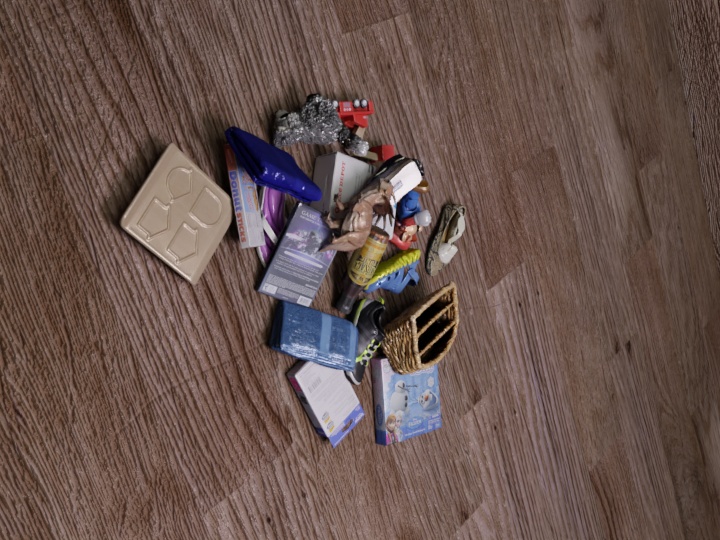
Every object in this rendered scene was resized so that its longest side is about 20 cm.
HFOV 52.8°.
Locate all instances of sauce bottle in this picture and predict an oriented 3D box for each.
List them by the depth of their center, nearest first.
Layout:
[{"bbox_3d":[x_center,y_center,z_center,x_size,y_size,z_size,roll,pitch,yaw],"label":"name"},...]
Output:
[{"bbox_3d":[0.000,0.000,1.608,0.065,0.066,0.204,8,112,-41],"label":"sauce bottle"}]

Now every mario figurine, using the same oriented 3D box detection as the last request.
[{"bbox_3d":[0.126,-0.137,1.711,0.124,0.104,0.203,-55,164,-48],"label":"mario figurine"}]

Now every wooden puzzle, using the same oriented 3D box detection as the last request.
[{"bbox_3d":[-0.340,-0.104,1.364,0.200,0.046,0.188,46,60,-37],"label":"wooden puzzle"}]

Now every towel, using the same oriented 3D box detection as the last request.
[{"bbox_3d":[-0.174,-0.203,1.439,0.050,0.148,0.199,-48,151,13],"label":"towel"},{"bbox_3d":[-0.093,0.140,1.545,0.196,0.048,0.115,19,64,-27],"label":"towel"}]

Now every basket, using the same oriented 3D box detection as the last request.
[{"bbox_3d":[0.161,0.146,1.709,0.199,0.148,0.145,-33,91,-45],"label":"basket"}]

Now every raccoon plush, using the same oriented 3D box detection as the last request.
[{"bbox_3d":[-0.092,-0.281,1.514,0.135,0.197,0.098,-49,160,-28],"label":"raccoon plush"}]

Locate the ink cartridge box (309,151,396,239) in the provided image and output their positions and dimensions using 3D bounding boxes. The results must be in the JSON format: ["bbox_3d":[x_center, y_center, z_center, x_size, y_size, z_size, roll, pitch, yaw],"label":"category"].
[{"bbox_3d":[-0.013,-0.163,1.633,0.197,0.085,0.151,15,80,-39],"label":"ink cartridge box"}]

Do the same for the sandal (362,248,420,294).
[{"bbox_3d":[0.080,0.016,1.722,0.197,0.078,0.090,-25,109,-38],"label":"sandal"}]

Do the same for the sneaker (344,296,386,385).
[{"bbox_3d":[0.015,0.156,1.635,0.071,0.081,0.206,34,61,-59],"label":"sneaker"}]

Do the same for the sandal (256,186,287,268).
[{"bbox_3d":[-0.177,-0.093,1.505,0.081,0.049,0.209,-8,96,-40],"label":"sandal"}]

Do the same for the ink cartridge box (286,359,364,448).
[{"bbox_3d":[-0.074,0.273,1.598,0.119,0.041,0.203,-41,113,-36],"label":"ink cartridge box"}]

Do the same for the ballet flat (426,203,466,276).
[{"bbox_3d":[0.225,-0.083,1.855,0.067,0.074,0.204,34,67,-36],"label":"ballet flat"}]

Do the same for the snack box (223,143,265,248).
[{"bbox_3d":[-0.230,-0.148,1.446,0.072,0.024,0.206,-15,96,-71],"label":"snack box"}]

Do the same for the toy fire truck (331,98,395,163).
[{"bbox_3d":[-0.011,-0.317,1.663,0.197,0.048,0.146,-13,98,-42],"label":"toy fire truck"}]

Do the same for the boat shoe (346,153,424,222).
[{"bbox_3d":[0.044,-0.178,1.590,0.198,0.093,0.076,-34,118,-6],"label":"boat shoe"}]

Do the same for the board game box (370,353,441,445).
[{"bbox_3d":[0.114,0.301,1.766,0.196,0.043,0.206,-6,92,-42],"label":"board game box"}]

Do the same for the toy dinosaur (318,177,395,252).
[{"bbox_3d":[0.000,-0.098,1.503,0.134,0.086,0.203,21,108,-40],"label":"toy dinosaur"}]

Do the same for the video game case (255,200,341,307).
[{"bbox_3d":[-0.121,-0.029,1.524,0.141,0.019,0.204,21,98,-39],"label":"video game case"}]
